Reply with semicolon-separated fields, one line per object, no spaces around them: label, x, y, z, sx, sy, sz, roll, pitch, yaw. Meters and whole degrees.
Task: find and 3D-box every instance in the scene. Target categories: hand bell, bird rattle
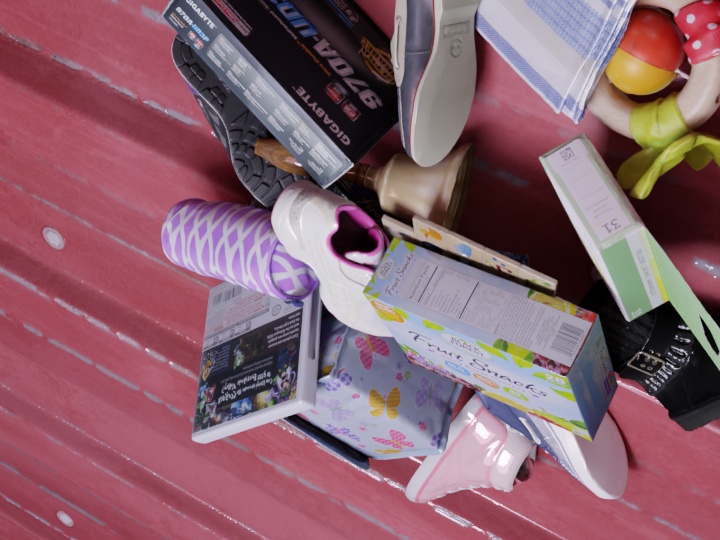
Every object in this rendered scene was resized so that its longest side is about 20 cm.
hand bell;-0.004;-0.091;0.955;0.200;0.104;0.104;16;131;11
bird rattle;0.233;-0.158;0.776;0.163;0.113;0.200;39;136;27

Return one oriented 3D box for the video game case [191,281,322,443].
video game case;-0.108;0.076;1.086;0.023;0.182;0.200;22;149;-35

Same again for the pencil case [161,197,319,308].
pencil case;-0.117;-0.025;1.041;0.200;0.085;0.084;17;98;43

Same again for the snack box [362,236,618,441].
snack box;0.120;0.063;0.927;0.200;0.068;0.169;21;162;27

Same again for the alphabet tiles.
alphabet tiles;0.110;0.013;0.930;0.200;0.006;0.166;26;163;16

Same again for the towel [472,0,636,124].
towel;0.158;-0.231;0.781;0.147;0.024;0.200;53;142;30

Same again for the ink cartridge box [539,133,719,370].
ink cartridge box;0.221;0.004;0.819;0.048;0.200;0.146;-29;147;10

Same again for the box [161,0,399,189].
box;-0.049;-0.189;0.890;0.200;0.159;0.046;47;134;-6

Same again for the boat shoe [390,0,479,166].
boat shoe;0.056;-0.189;0.867;0.063;0.071;0.200;25;121;39

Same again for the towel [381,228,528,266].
towel;0.068;0.022;1.043;0.200;0.024;0.145;10;138;15

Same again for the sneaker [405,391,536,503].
sneaker;0.128;0.224;1.156;0.105;0.075;0.200;38;132;10

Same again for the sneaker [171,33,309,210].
sneaker;-0.115;-0.152;1.026;0.200;0.076;0.088;61;171;-8

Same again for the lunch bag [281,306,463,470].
lunch bag;-0.015;0.130;1.115;0.170;0.127;0.200;36;150;-26

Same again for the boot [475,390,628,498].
boot;0.195;0.155;1.070;0.090;0.073;0.200;-17;112;50

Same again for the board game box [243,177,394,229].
board game box;-0.061;-0.039;1.104;0.136;0.035;0.200;47;135;-8

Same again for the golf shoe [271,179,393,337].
golf shoe;0.000;0.000;0.957;0.091;0.075;0.200;11;150;49

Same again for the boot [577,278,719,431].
boot;0.290;0.048;0.910;0.158;0.079;0.211;40;136;0
